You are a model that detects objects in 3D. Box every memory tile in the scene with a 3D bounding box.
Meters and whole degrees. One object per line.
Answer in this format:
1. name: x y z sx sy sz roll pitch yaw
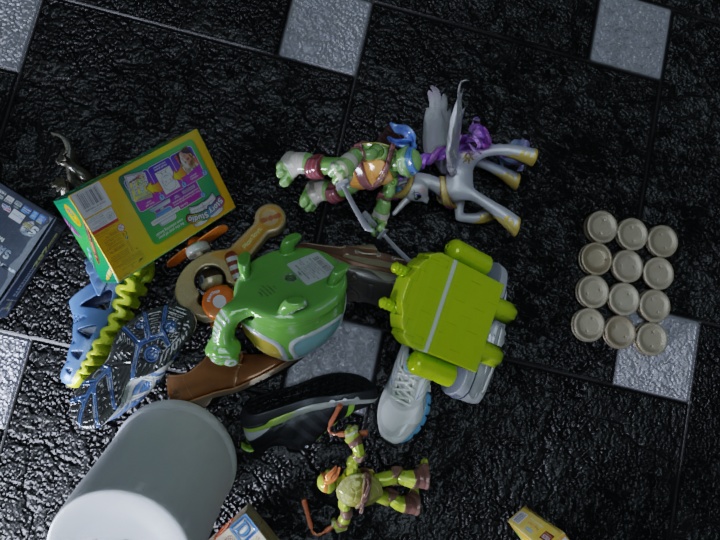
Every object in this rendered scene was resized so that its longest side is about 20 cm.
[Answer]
1. memory tile: 0.399 0.018 0.951 0.151 0.017 0.203 11 83 -4

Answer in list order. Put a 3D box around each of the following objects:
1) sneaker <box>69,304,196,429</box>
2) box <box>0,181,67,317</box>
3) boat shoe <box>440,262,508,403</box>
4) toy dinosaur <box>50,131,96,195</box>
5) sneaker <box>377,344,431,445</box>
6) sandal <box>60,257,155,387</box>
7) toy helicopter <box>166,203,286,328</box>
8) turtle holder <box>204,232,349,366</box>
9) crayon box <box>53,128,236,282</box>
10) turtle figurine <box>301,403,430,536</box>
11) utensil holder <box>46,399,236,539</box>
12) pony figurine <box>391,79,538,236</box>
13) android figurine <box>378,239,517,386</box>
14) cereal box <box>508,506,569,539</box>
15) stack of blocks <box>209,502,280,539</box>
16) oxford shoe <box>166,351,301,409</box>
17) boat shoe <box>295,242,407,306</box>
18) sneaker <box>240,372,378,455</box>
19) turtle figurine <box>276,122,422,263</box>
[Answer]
1. sneaker: -0.294 0.121 0.831 0.200 0.077 0.076 -43 81 0
2. box: -0.532 -0.053 0.854 0.198 0.051 0.159 32 82 -1
3. boat shoe: 0.174 0.090 0.902 0.065 0.073 0.202 27 82 -30
4. toy dinosaur: -0.375 -0.100 0.858 0.200 0.102 0.077 42 74 10
5. sneaker: 0.068 0.139 0.857 0.074 0.087 0.202 20 85 24
6. sandal: -0.355 0.058 0.849 0.086 0.080 0.202 20 73 1
7. toy helicopter: -0.183 -0.021 0.884 0.132 0.079 0.201 35 70 9
8. turtle holder: -0.097 0.056 0.805 0.139 0.133 0.186 17 41 15
9. crayon box: -0.273 -0.087 0.819 0.200 0.058 0.120 -40 116 -35
10. turtle figurine: 0.010 0.278 0.837 0.159 0.064 0.203 7 103 -13
11. utensil holder: -0.247 0.274 0.743 0.167 0.200 0.173 0 103 0
12. pony figurine: 0.142 -0.156 0.888 0.197 0.167 0.196 12 97 -8
13. android figurine: 0.113 0.052 0.809 0.198 0.041 0.185 22 83 -26
14. cereal box: 0.288 0.419 0.827 0.039 0.144 0.201 -36 88 -9
15. stack of blocks: -0.130 0.430 0.828 0.115 0.059 0.201 -39 88 -8
16. oxford shoe: -0.171 0.133 0.857 0.197 0.071 0.072 -20 81 -6
17. boat shoe: 0.000 0.000 0.895 0.197 0.076 0.072 19 48 6
18. sneaker: -0.070 0.203 0.870 0.197 0.072 0.084 -12 108 -6
19. turtle figurine: -0.018 -0.095 0.829 0.192 0.143 0.203 4 95 35
